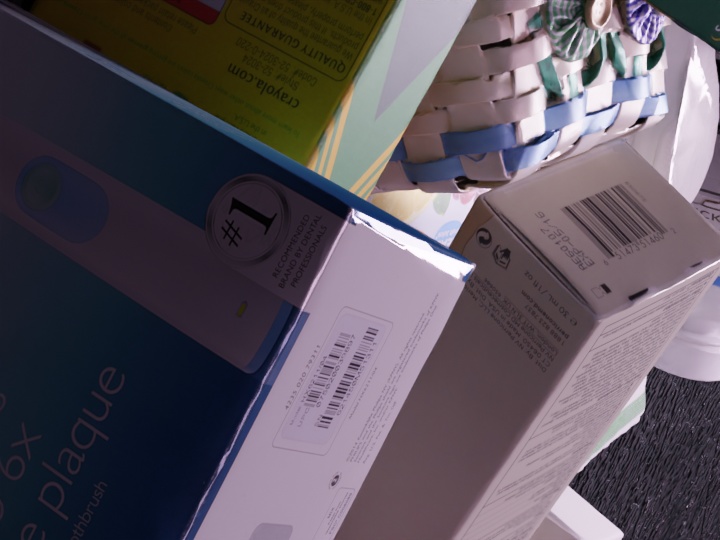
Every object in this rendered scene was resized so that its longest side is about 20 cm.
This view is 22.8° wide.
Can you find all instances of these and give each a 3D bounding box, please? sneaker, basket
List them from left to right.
[{"bbox_3d":[0.043,-0.138,0.682,0.176,0.138,0.202,-23,100,-49],"label":"basket"},{"bbox_3d":[0.114,-0.121,0.767,0.075,0.088,0.202,-31,135,-50],"label":"sneaker"}]

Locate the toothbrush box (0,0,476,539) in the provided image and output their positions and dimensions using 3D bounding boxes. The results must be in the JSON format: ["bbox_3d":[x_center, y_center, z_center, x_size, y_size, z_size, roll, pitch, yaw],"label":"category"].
[{"bbox_3d":[-0.093,0.011,0.497,0.147,0.199,0.085,-61,152,4],"label":"toothbrush box"}]

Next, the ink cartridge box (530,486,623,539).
[{"bbox_3d":[0.059,0.212,1.048,0.201,0.083,0.146,-55,164,5],"label":"ink cartridge box"}]

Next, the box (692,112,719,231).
[{"bbox_3d":[0.216,-0.098,0.991,0.060,0.116,0.201,78,34,-55],"label":"box"}]

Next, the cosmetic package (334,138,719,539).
[{"bbox_3d":[0.062,0.049,0.757,0.103,0.073,0.201,-21,151,-44],"label":"cosmetic package"}]

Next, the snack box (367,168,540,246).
[{"bbox_3d":[0.000,0.000,0.792,0.199,0.053,0.144,-14,123,-51],"label":"snack box"}]

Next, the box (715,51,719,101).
[{"bbox_3d":[0.257,-0.180,0.927,0.197,0.199,0.124,-49,152,-23],"label":"box"}]

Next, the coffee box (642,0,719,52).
[{"bbox_3d":[0.076,-0.150,0.588,0.044,0.199,0.124,-46,-152,34],"label":"coffee box"}]

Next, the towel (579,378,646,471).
[{"bbox_3d":[0.136,0.008,1.037,0.149,0.030,0.202,-25,120,-59],"label":"towel"}]

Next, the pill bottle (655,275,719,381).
[{"bbox_3d":[0.229,-0.038,1.119,0.112,0.112,0.202,-22,135,-52],"label":"pill bottle"}]

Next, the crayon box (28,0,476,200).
[{"bbox_3d":[-0.056,-0.052,0.584,0.201,0.126,0.051,-60,153,2],"label":"crayon box"}]
